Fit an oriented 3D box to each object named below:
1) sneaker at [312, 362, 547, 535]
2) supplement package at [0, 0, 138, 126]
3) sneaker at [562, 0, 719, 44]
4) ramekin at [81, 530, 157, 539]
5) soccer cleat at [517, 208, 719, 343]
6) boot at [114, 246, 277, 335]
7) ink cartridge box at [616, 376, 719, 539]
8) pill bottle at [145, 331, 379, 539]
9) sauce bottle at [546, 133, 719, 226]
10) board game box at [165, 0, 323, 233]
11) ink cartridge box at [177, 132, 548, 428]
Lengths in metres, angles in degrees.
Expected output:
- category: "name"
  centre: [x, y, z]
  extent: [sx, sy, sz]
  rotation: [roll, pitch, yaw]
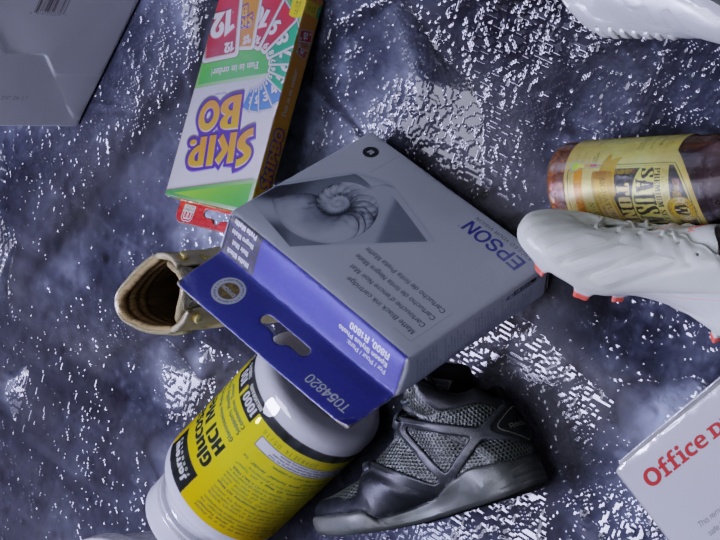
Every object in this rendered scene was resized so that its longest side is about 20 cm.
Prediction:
- category: "sneaker"
  centre: [0.041, 0.137, 1.458]
  extent: [0.199, 0.076, 0.115]
  rotation: [-25, 76, 35]
- category: "supplement package"
  centre: [-0.315, -0.217, 1.643]
  extent: [0.111, 0.200, 0.156]
  rotation: [45, 119, 27]
- category: "sneaker"
  centre: [0.198, -0.190, 1.314]
  extent: [0.200, 0.076, 0.081]
  rotation: [37, 126, 37]
- category: "ramekin"
  centre: [-0.169, 0.311, 1.615]
  extent: [0.200, 0.105, 0.201]
  rotation: [9, 103, 41]
- category: "soccer cleat"
  centre: [0.203, -0.008, 1.282]
  extent: [0.200, 0.069, 0.078]
  rotation: [22, 129, 9]
- category: "boot"
  centre: [-0.077, 0.005, 1.491]
  extent: [0.200, 0.155, 0.073]
  rotation: [-12, 86, 40]
- category: "ink cartridge box"
  centre: [0.286, 0.156, 1.227]
  extent: [0.146, 0.086, 0.200]
  rotation: [-45, 75, 32]
- category: "pill bottle"
  centre: [-0.084, 0.148, 1.535]
  extent: [0.200, 0.112, 0.113]
  rotation: [-46, 65, 32]
- category: "sauce bottle"
  centre: [0.222, -0.062, 1.298]
  extent: [0.200, 0.066, 0.066]
  rotation: [-3, 91, 41]
- category: "board game box"
  centre: [-0.097, -0.130, 1.554]
  extent: [0.095, 0.030, 0.201]
  rotation: [14, 90, 38]
- category: "ink cartridge box"
  centre: [0.000, 0.000, 1.407]
  extent: [0.199, 0.200, 0.041]
  rotation: [38, 147, 31]
